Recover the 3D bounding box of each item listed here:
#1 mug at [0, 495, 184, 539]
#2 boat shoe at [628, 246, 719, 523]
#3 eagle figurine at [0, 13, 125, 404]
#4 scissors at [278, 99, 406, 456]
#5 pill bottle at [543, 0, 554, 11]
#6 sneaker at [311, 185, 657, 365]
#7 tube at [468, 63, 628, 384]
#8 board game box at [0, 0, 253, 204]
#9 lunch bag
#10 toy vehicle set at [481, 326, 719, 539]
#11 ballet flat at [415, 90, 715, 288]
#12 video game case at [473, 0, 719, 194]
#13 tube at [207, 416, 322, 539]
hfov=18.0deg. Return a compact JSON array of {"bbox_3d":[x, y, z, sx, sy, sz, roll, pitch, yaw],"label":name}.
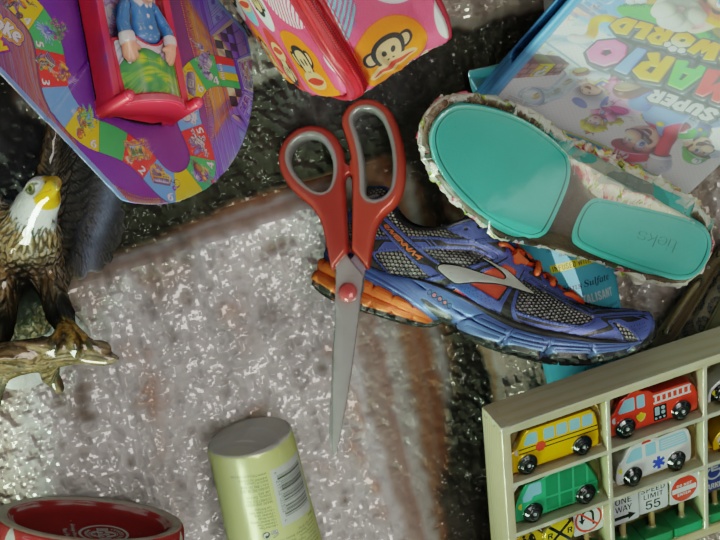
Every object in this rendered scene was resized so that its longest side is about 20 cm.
[{"bbox_3d":[-0.144,0.239,1.261,0.133,0.177,0.202,0,98,-44],"label":"mug"},{"bbox_3d":[0.192,0.076,1.371,0.073,0.063,0.200,34,95,-36],"label":"boat shoe"},{"bbox_3d":[-0.185,-0.038,1.225,0.151,0.150,0.201,19,56,-53],"label":"eagle figurine"},{"bbox_3d":[0.000,0.000,1.268,0.073,0.014,0.201,-12,70,6],"label":"scissors"},{"bbox_3d":[0.213,-0.158,1.294,0.198,0.113,0.114,8,99,-16],"label":"pill bottle"},{"bbox_3d":[0.074,0.004,1.291,0.198,0.075,0.079,16,89,4],"label":"sneaker"},{"bbox_3d":[0.117,-0.028,1.335,0.077,0.050,0.202,-16,100,-25],"label":"tube"},{"bbox_3d":[-0.122,-0.135,1.199,0.200,0.039,0.158,47,45,-19],"label":"board game box"},{"bbox_3d":[-0.039,-0.181,1.179,0.082,0.200,0.177,-33,105,-7],"label":"lunch bag"},{"bbox_3d":[0.167,0.107,1.318,0.199,0.027,0.125,-18,122,-18],"label":"toy vehicle set"},{"bbox_3d":[0.109,-0.045,1.277,0.199,0.064,0.076,27,100,-22],"label":"ballet flat"},{"bbox_3d":[0.166,-0.115,1.238,0.142,0.200,0.018,21,53,-18],"label":"video game case"},{"bbox_3d":[-0.045,0.186,1.335,0.058,0.052,0.201,-6,112,19],"label":"tube"}]
